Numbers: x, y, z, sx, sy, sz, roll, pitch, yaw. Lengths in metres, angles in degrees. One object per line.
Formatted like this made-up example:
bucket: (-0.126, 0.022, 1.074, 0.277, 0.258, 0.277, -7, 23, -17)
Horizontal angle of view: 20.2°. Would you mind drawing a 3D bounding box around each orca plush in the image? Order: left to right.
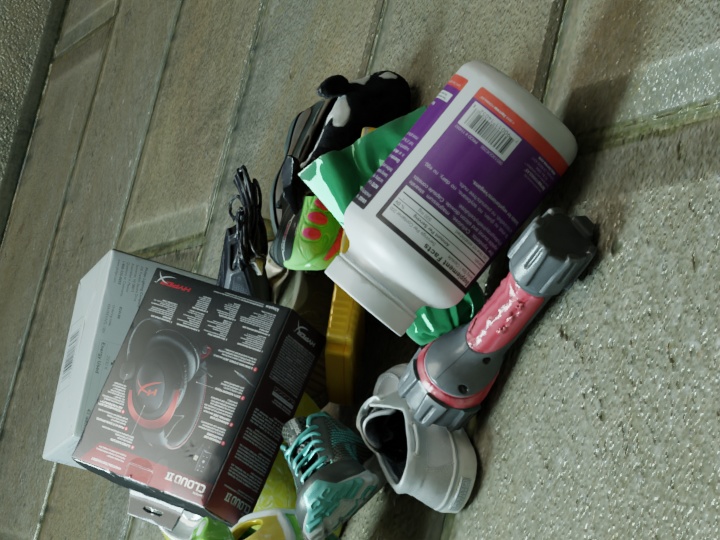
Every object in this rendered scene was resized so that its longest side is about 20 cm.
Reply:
orca plush: (0.001, -0.129, 1.837, 0.071, 0.200, 0.106, -14, 100, 41)

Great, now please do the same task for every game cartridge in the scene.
game cartridge: (0.000, 0.000, 1.767, 0.176, 0.032, 0.202, 88, -170, -72)

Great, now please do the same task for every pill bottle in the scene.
pill bottle: (0.065, -0.052, 1.529, 0.200, 0.112, 0.112, -51, 22, 1)

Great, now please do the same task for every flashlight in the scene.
flashlight: (0.099, 0.038, 1.507, 0.068, 0.067, 0.200, -93, 27, -42)

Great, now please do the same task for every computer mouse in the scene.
computer mouse: (-0.106, 0.016, 1.904, 0.139, 0.052, 0.201, -97, 16, -51)

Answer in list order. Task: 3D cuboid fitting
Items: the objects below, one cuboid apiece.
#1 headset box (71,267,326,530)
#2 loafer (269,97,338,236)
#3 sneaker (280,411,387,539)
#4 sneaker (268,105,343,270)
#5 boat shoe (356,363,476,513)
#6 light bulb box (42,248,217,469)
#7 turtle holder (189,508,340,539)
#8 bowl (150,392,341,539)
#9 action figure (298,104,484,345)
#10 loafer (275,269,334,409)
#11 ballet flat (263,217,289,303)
headset box: (-0.139, 0.116, 1.689, 0.148, 0.075, 0.201, 15, 75, 31)
loafer: (-0.045, -0.094, 2.004, 0.063, 0.071, 0.201, -44, 32, 42)
sneaker: (-0.033, 0.158, 1.610, 0.078, 0.091, 0.200, -45, -6, 5)
sneaker: (-0.038, -0.083, 1.900, 0.083, 0.077, 0.201, -15, 39, 40)
boat shoe: (0.033, 0.128, 1.608, 0.072, 0.068, 0.200, -64, 22, 22)
light bulb box: (-0.193, 0.110, 2.033, 0.125, 0.199, 0.200, 147, 136, -63)
turtle holder: (-0.078, 0.261, 1.615, 0.141, 0.184, 0.133, -35, 48, 52)
bowl: (-0.121, 0.190, 1.771, 0.199, 0.107, 0.202, 4, 96, 38)
action figure: (0.045, -0.016, 1.612, 0.118, 0.055, 0.201, -28, 76, 12)
loafer: (-0.049, 0.061, 1.887, 0.068, 0.075, 0.201, -53, 18, 46)
ballet flat: (-0.080, 0.030, 1.997, 0.071, 0.070, 0.202, 137, 140, -53)
